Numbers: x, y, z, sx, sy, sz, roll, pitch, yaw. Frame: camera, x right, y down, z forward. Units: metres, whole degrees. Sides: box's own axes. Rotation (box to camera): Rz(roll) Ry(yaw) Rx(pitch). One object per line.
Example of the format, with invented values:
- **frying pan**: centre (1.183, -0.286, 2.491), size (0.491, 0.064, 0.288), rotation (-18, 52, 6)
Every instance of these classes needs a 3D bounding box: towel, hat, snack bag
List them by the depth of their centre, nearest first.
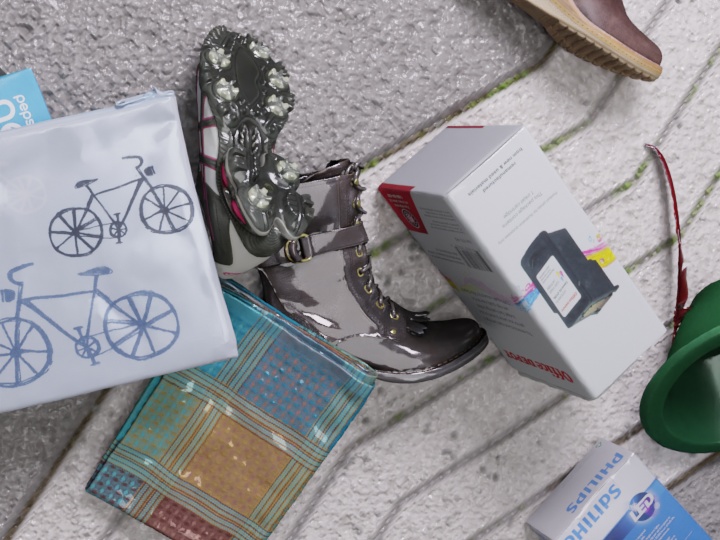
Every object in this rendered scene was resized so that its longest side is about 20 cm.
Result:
- **snack bag**: centre (-0.197, -0.011, 0.897), size (0.188, 0.021, 0.200), rotation (-13, 103, -4)
- **towel**: centre (-0.098, 0.122, 0.989), size (0.147, 0.022, 0.200), rotation (32, 101, -10)
- **hat**: centre (0.303, 0.031, 1.143), size (0.166, 0.176, 0.200), rotation (6, 132, -20)

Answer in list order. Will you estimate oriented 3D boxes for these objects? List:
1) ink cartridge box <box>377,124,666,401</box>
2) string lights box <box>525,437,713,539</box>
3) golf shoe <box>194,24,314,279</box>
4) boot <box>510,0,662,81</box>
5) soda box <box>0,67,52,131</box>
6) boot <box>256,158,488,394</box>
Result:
- **ink cartridge box**: centre (0.122, -0.010, 1.011), size (0.083, 0.146, 0.200), rotation (-41, 107, -11)
- **string lights box**: centre (0.248, 0.251, 1.129), size (0.103, 0.059, 0.200), rotation (-46, 107, -8)
- **golf shoe**: centre (-0.094, -0.090, 0.944), size (0.077, 0.088, 0.200), rotation (15, 49, -32)
- **boot**: centre (0.194, -0.263, 1.040), size (0.200, 0.072, 0.166), rotation (32, 89, -15)
- **soda box**: centre (-0.232, -0.039, 0.937), size (0.068, 0.064, 0.200), rotation (-22, 102, -14)
- **boot**: centre (0.000, 0.000, 1.014), size (0.200, 0.069, 0.174), rotation (-8, 100, -15)
